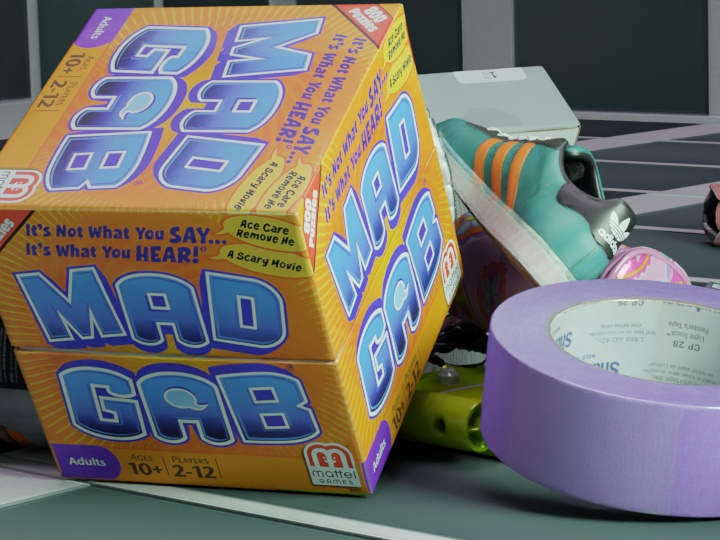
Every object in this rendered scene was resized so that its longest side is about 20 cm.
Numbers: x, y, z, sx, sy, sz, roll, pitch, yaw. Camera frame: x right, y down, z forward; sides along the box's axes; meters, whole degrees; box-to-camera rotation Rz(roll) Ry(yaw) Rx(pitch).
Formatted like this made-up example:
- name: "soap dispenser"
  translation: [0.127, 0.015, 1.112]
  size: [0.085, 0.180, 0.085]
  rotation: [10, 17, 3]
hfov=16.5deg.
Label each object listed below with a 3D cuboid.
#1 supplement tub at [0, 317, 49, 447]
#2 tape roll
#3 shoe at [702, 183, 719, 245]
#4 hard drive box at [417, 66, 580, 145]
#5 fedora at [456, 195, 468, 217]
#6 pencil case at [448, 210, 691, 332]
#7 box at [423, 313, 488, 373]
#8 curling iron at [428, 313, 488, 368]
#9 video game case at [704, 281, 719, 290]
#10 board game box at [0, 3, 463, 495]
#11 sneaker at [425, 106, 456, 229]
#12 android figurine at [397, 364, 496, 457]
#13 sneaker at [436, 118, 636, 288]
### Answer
- name: "supplement tub"
  translation: [-0.242, 0.047, 1.553]
  size: [0.199, 0.124, 0.122]
  rotation: [2, 9, 23]
- name: "tape roll"
  translation: [0.168, 0.067, 1.384]
  size: [0.198, 0.066, 0.200]
  rotation: [5, 20, -2]
- name: "shoe"
  translation: [0.384, -0.050, 2.344]
  size: [0.090, 0.072, 0.200]
  rotation: [-4, 3, -5]
- name: "hard drive box"
  translation: [0.063, -0.048, 1.872]
  size: [0.155, 0.201, 0.077]
  rotation: [-5, 43, -23]
- name: "fedora"
  translation: [0.000, 0.000, 1.744]
  size: [0.199, 0.178, 0.090]
  rotation: [-13, 30, -13]
- name: "pencil case"
  translation: [0.128, 0.012, 1.583]
  size: [0.087, 0.088, 0.200]
  rotation: [-6, 13, -32]
- name: "box"
  translation: [0.151, 0.051, 1.768]
  size: [0.198, 0.037, 0.144]
  rotation: [2, 9, 15]
- name: "curling iron"
  translation: [0.096, 0.024, 1.730]
  size: [0.049, 0.026, 0.200]
  rotation: [14, 26, 22]
- name: "video game case"
  translation: [0.294, 0.048, 1.691]
  size: [0.142, 0.019, 0.200]
  rotation: [16, 13, 11]
- name: "board game box"
  translation: [-0.076, -0.015, 1.427]
  size: [0.199, 0.201, 0.200]
  rotation: [1, 39, 21]
- name: "sneaker"
  translation: [0.005, -0.024, 1.567]
  size: [0.079, 0.078, 0.200]
  rotation: [-5, -36, -26]
- name: "android figurine"
  translation: [0.102, 0.083, 1.529]
  size: [0.181, 0.041, 0.199]
  rotation: [-8, 12, -39]
- name: "sneaker"
  translation: [0.108, -0.051, 1.541]
  size: [0.080, 0.071, 0.200]
  rotation: [-39, 37, 1]
